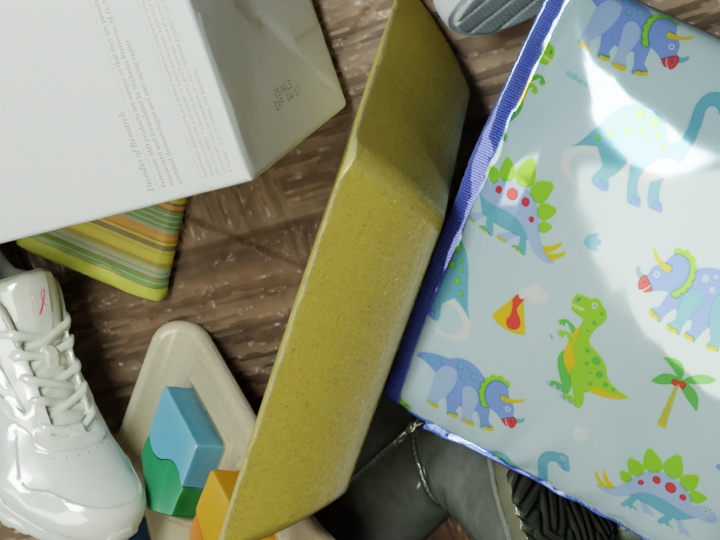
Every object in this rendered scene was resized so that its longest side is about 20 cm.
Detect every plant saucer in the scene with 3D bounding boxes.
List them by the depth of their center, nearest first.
[{"bbox_3d":[0.000,0.000,0.930,0.048,0.200,0.201,18,118,-2],"label":"plant saucer"}]

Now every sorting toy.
[{"bbox_3d":[-0.087,0.151,1.050,0.200,0.036,0.186,50,126,47],"label":"sorting toy"}]

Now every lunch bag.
[{"bbox_3d":[0.123,0.003,0.883,0.170,0.127,0.201,27,96,16],"label":"lunch bag"}]

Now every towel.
[{"bbox_3d":[-0.114,-0.085,1.051,0.086,0.018,0.201,22,117,12],"label":"towel"}]

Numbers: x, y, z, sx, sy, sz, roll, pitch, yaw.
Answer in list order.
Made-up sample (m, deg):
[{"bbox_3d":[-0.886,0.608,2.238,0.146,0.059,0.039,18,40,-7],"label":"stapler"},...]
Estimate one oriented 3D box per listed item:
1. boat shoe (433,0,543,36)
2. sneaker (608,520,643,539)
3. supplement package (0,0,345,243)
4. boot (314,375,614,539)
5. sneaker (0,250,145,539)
[{"bbox_3d":[0.100,-0.178,0.885,0.200,0.072,0.062,-41,63,29],"label":"boat shoe"},{"bbox_3d":[0.181,0.127,0.946,0.199,0.079,0.074,-13,101,29],"label":"sneaker"},{"bbox_3d":[-0.131,-0.092,0.976,0.199,0.121,0.120,-13,105,25],"label":"supplement package"},{"bbox_3d":[0.017,0.126,0.997,0.200,0.072,0.182,-40,45,28],"label":"boot"},{"bbox_3d":[-0.173,0.051,1.071,0.200,0.078,0.100,47,128,21],"label":"sneaker"}]
